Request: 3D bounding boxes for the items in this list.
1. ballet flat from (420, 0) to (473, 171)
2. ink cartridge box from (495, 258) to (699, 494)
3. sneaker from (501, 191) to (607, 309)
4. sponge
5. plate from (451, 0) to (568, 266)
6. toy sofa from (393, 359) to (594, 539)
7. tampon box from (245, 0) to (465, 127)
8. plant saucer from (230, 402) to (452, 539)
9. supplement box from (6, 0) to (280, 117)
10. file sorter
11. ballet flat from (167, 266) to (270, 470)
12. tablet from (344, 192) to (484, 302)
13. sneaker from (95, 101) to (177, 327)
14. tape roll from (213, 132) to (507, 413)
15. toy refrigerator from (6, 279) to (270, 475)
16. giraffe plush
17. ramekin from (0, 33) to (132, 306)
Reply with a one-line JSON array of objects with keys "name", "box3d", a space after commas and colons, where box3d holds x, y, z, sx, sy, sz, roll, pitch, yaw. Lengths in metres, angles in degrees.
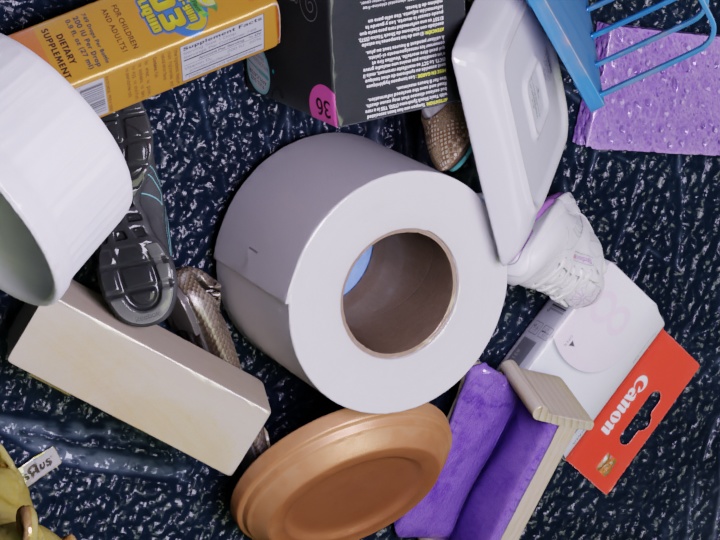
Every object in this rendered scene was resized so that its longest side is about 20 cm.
[{"name": "ballet flat", "box3d": [0.079, -0.167, 1.703, 0.065, 0.070, 0.200, 37, 47, -20]}, {"name": "ink cartridge box", "box3d": [0.228, 0.103, 1.923, 0.200, 0.057, 0.163, 40, 83, -29]}, {"name": "sneaker", "box3d": [0.171, -0.011, 1.765, 0.075, 0.200, 0.100, -37, 88, 21]}, {"name": "sponge", "box3d": [0.288, -0.162, 1.882, 0.200, 0.030, 0.112, 2, 105, -30]}, {"name": "plate", "box3d": [0.129, -0.139, 1.667, 0.200, 0.032, 0.200, -65, 145, -51]}, {"name": "toy sofa", "box3d": [0.113, 0.183, 1.829, 0.097, 0.083, 0.200, 14, 113, -26]}, {"name": "tampon box", "box3d": [-0.009, -0.231, 1.612, 0.126, 0.150, 0.200, -14, 112, -27]}, {"name": "plant saucer", "box3d": [-0.011, 0.180, 1.750, 0.200, 0.038, 0.200, -18, 148, -12]}, {"name": "supplement box", "box3d": [-0.162, -0.174, 1.564, 0.200, 0.067, 0.069, -23, 157, -15]}, {"name": "file sorter", "box3d": [0.203, -0.256, 1.680, 0.122, 0.200, 0.139, -24, 123, 16]}, {"name": "ballet flat", "box3d": [-0.111, 0.083, 1.711, 0.046, 0.067, 0.200, -34, 115, -28]}, {"name": "tablet", "box3d": [0.035, 0.003, 1.797, 0.200, 0.014, 0.130, -7, 109, -27]}, {"name": "sneaker", "box3d": [-0.190, -0.055, 1.617, 0.075, 0.079, 0.200, -9, 92, -2]}, {"name": "tape roll", "box3d": [0.000, 0.000, 1.685, 0.202, 0.139, 0.203, -9, 110, -26]}, {"name": "toy refrigerator", "box3d": [-0.175, 0.082, 1.624, 0.200, 0.076, 0.070, 30, 100, -16]}, {"name": "giraffe plush", "box3d": [-0.281, 0.234, 1.596, 0.200, 0.162, 0.173, -48, 123, -8]}, {"name": "ramekin", "box3d": [-0.258, -0.079, 1.492, 0.098, 0.200, 0.201, -46, 123, -24]}]
